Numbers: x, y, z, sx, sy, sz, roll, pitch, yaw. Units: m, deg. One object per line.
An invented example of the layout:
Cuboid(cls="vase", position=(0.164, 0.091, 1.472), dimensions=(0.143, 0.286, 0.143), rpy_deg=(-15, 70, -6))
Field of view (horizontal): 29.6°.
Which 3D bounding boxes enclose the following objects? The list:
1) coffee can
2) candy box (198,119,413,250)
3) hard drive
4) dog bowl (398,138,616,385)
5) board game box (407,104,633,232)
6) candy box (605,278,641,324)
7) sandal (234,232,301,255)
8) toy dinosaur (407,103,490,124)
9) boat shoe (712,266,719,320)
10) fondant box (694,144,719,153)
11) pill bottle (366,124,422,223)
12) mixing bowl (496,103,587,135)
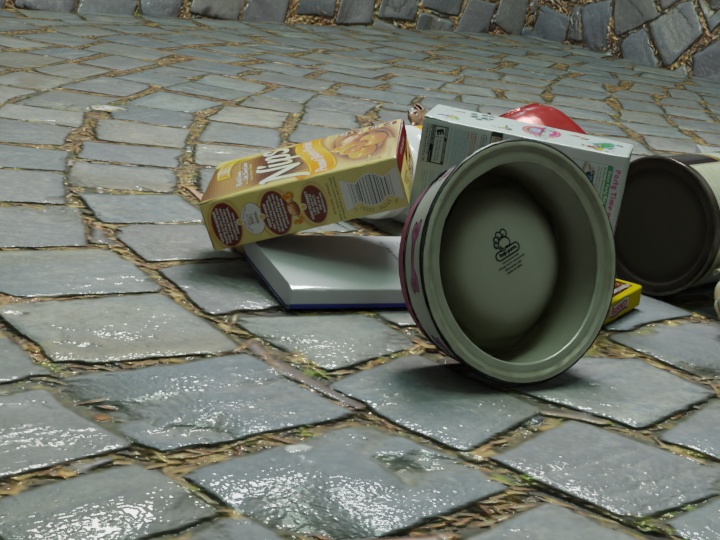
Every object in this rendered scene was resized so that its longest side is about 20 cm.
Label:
Cuboid(cls="coffee can", position=(0.377, -0.057, 1.506), dimensions=(0.145, 0.148, 0.199), rpy_deg=(21, 20, 40))
Cuboid(cls="candy box", position=(-0.050, -0.085, 1.335), dimensions=(0.197, 0.056, 0.116), rpy_deg=(-12, 22, 10))
Cuboid(cls="hard drive", position=(0.000, 0.000, 1.331), dimensions=(0.198, 0.026, 0.132), rpy_deg=(0, 24, -25))
Cuboid(cls="dog bowl", position=(0.118, -0.006, 1.149), dimensions=(0.198, 0.203, 0.074), rpy_deg=(-1, 0, -29))
Cuboid(cls="board game box", position=(0.150, -0.065, 1.321), dimensions=(0.197, 0.149, 0.064), rpy_deg=(13, 19, 12))
Cuboid(cls="candy box", position=(0.195, 0.031, 1.337), dimensions=(0.101, 0.027, 0.199), rpy_deg=(14, 17, 28))
Cuboid(cls="sandal", position=(-0.107, -0.064, 1.441), dimensions=(0.077, 0.071, 0.211), rpy_deg=(-2, 19, -31))
Cuboid(cls="toy dinosaur", position=(0.155, -0.156, 1.875), dimensions=(0.199, 0.087, 0.135), rpy_deg=(31, 33, 16))
Cuboid(cls="boat shoe", position=(0.384, 0.039, 1.334), dimensions=(0.068, 0.076, 0.200), rpy_deg=(-16, 16, 20))
Cuboid(cls="fondant box", position=(0.607, -0.137, 2.051), dimensions=(0.197, 0.059, 0.144), rpy_deg=(10, 16, 3))
Cuboid(cls="pill bottle", position=(0.083, -0.117, 1.628), dimensions=(0.198, 0.118, 0.116), rpy_deg=(-8, 22, -44))
Cuboid(cls="mixing bowl", position=(0.176, -0.117, 1.515), dimensions=(0.198, 0.110, 0.200), rpy_deg=(-22, -3, -1))
